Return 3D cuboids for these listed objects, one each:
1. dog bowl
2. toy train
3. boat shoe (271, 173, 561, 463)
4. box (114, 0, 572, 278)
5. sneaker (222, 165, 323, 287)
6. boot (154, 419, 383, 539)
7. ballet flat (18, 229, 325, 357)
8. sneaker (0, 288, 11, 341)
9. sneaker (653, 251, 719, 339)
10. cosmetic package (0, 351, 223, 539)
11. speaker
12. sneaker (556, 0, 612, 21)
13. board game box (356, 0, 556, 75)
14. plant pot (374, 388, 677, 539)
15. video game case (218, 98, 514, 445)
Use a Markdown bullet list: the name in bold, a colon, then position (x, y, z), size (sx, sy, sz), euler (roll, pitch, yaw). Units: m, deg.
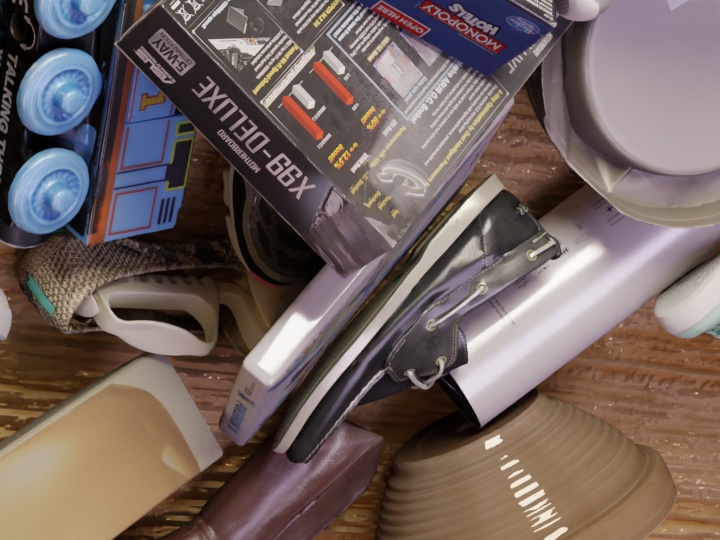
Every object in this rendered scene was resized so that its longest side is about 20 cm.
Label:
- **dog bowl**: position (0.180, -0.127, 1.457), size (0.199, 0.059, 0.201), euler (-6, 107, -20)
- **toy train**: position (-0.134, -0.104, 1.275), size (0.114, 0.087, 0.201), euler (-14, 128, -39)
- **boat shoe**: position (0.029, 0.039, 1.466), size (0.068, 0.072, 0.200), euler (43, 89, -6)
- **box**: position (0.000, -0.120, 1.256), size (0.158, 0.050, 0.200), euler (45, 53, -10)
- **sneaker**: position (-0.008, -0.079, 1.358), size (0.073, 0.087, 0.201), euler (16, 101, -36)
- **boot**: position (-0.086, 0.136, 1.504), size (0.200, 0.064, 0.186), euler (-41, 150, 2)
- **ballet flat**: position (-0.088, 0.017, 1.402), size (0.199, 0.075, 0.068), euler (0, 132, -36)
- **sneaker**: position (-0.218, -0.028, 1.281), size (0.200, 0.072, 0.085), euler (54, 50, -61)
- **sneaker**: position (0.256, 0.034, 1.580), size (0.074, 0.119, 0.200), euler (-32, 175, 33)
- **cosmetic package**: position (-0.169, 0.121, 1.337), size (0.105, 0.071, 0.200), euler (-29, -176, 35)
- **speaker**: position (0.123, 0.005, 1.542), size (0.200, 0.081, 0.081), euler (-37, 136, -7)
- **sneaker**: position (0.136, -0.217, 1.280), size (0.081, 0.075, 0.201), euler (12, 76, -3)
- **board game box**: position (0.017, -0.229, 1.241), size (0.199, 0.201, 0.062), euler (28, 146, -22)
- **plant pot**: position (0.084, 0.134, 1.569), size (0.200, 0.201, 0.093), euler (-28, 100, -15)
- **video game case**: position (0.000, 0.000, 1.384), size (0.200, 0.022, 0.182), euler (-49, 177, -15)
